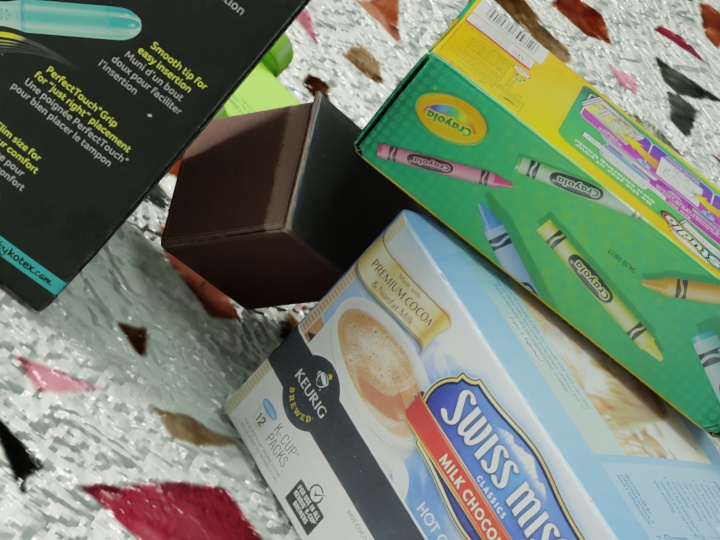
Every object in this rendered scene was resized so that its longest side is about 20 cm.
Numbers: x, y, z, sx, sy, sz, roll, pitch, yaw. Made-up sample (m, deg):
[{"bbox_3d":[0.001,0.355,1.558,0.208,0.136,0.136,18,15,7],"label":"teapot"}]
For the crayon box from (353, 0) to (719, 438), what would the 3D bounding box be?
[{"bbox_3d":[0.101,-0.026,1.130,0.200,0.058,0.119,39,21,-1],"label":"crayon box"}]

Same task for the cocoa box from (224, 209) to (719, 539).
[{"bbox_3d":[0.064,0.094,1.108,0.133,0.131,0.200,9,40,-49],"label":"cocoa box"}]

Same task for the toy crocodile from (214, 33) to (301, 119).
[{"bbox_3d":[-0.100,-0.118,1.303,0.200,0.062,0.068,41,64,-7],"label":"toy crocodile"}]

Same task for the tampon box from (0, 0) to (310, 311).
[{"bbox_3d":[-0.117,-0.116,1.101,0.150,0.200,0.126,40,25,-5],"label":"tampon box"}]

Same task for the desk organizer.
[{"bbox_3d":[0.000,0.000,1.228,0.200,0.077,0.072,39,54,-44],"label":"desk organizer"}]
